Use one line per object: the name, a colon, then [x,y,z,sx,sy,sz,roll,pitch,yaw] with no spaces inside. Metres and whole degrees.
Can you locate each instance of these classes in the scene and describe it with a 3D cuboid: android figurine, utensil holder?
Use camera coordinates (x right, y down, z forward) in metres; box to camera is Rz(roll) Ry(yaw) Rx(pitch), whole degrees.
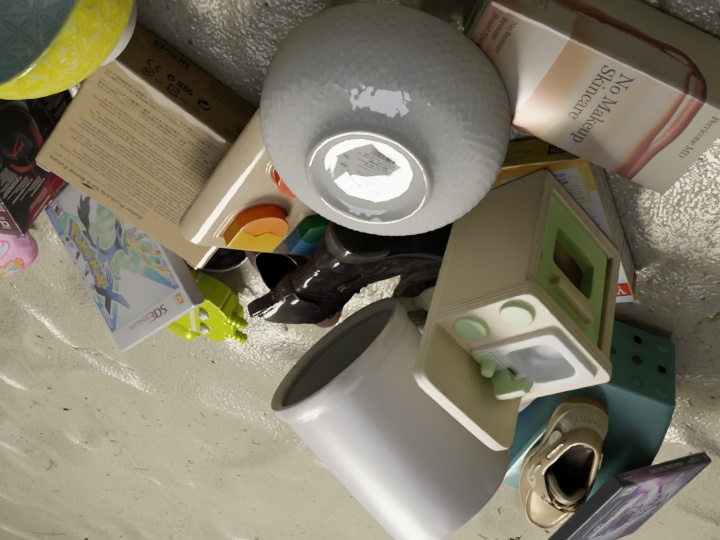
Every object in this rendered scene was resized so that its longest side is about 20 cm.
android figurine: [-0.227,0.032,1.102,0.199,0.041,0.182,27,153,4]
utensil holder: [0.033,0.158,0.910,0.170,0.170,0.200,-28,105,44]

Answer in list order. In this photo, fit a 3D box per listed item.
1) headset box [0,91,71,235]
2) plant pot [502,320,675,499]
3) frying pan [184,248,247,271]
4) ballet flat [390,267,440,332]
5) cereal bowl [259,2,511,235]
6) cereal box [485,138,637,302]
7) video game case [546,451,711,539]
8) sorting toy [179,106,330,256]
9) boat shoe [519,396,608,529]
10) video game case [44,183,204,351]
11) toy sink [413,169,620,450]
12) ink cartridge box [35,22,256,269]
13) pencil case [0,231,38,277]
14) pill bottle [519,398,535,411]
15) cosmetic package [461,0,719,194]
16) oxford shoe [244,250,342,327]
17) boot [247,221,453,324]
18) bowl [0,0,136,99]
headset box: [-0.360,-0.143,0.881,0.075,0.149,0.200,7,142,18]
plant pot: [0.263,0.155,0.991,0.141,0.142,0.200,21,138,-2]
frying pan: [-0.186,-0.078,0.981,0.114,0.031,0.191,-5,126,20]
ballet flat: [0.073,0.030,0.943,0.069,0.070,0.200,36,155,-20]
cereal bowl: [0.013,-0.097,0.679,0.199,0.084,0.201,10,140,8]
cereal box: [0.178,-0.041,0.863,0.143,0.040,0.200,-4,138,29]
video game case: [0.289,0.259,0.968,0.199,0.019,0.143,2,132,-44]
sorting toy: [-0.046,-0.067,0.844,0.199,0.037,0.185,10,140,-36]
boat shoe: [0.210,0.219,0.929,0.072,0.065,0.201,14,132,4]
video game case: [-0.278,-0.020,1.019,0.182,0.022,0.201,-28,90,44]
toy sink: [0.146,0.036,0.773,0.112,0.201,0.130,-21,127,42]
ink cartridge box: [-0.192,-0.119,0.876,0.200,0.075,0.165,35,129,-19]
pencil case: [-0.444,-0.076,1.055,0.087,0.088,0.200,17,144,3]
pill bottle: [0.128,0.136,1.036,0.119,0.120,0.200,24,142,-7]
cosmetic package: [0.177,-0.154,0.684,0.199,0.088,0.104,22,142,-4]
oxford shoe: [-0.076,0.016,0.997,0.071,0.073,0.200,-26,135,13]
boot: [0.000,0.000,0.908,0.199,0.070,0.174,0,151,-34]
bowl: [-0.251,-0.226,0.734,0.199,0.201,0.108,-7,166,30]
